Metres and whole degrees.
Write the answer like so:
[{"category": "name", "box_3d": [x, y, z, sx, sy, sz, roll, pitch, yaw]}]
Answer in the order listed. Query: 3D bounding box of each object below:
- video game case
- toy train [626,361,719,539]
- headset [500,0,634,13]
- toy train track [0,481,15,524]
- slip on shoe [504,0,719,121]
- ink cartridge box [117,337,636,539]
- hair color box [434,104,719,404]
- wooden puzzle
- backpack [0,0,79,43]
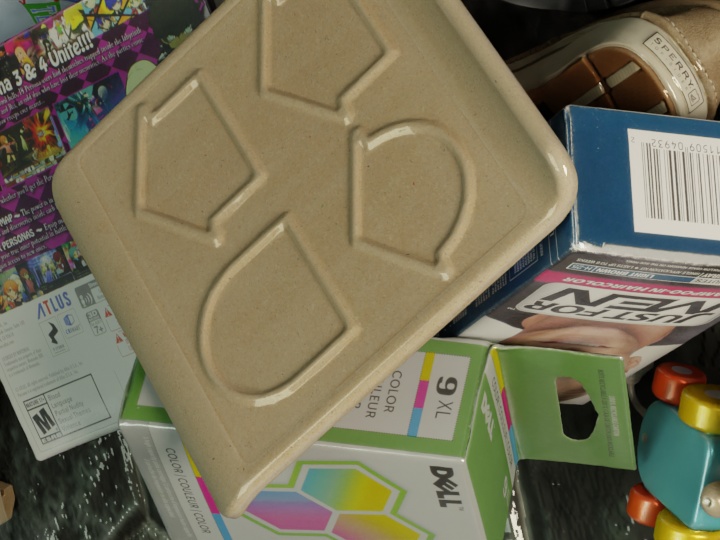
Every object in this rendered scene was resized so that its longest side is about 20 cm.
[{"category": "video game case", "box_3d": [-0.103, -0.027, 1.135, 0.199, 0.036, 0.182, -23, 91, 36]}, {"category": "toy train", "box_3d": [0.167, 0.037, 1.045, 0.200, 0.055, 0.151, 133, 137, -61]}, {"category": "headset", "box_3d": [0.053, -0.162, 1.049, 0.199, 0.094, 0.124, -3, 105, 40]}, {"category": "toy train track", "box_3d": [-0.241, 0.062, 1.580, 0.114, 0.032, 0.201, 13, 123, 40]}, {"category": "slip on shoe", "box_3d": [0.090, -0.068, 1.079, 0.076, 0.061, 0.200, 53, 150, -4]}, {"category": "ink cartridge box", "box_3d": [0.010, 0.074, 1.060, 0.199, 0.060, 0.104, 5, 149, 13]}, {"category": "hair color box", "box_3d": [0.088, -0.001, 1.040, 0.200, 0.099, 0.061, 139, 133, -63]}, {"category": "wooden puzzle", "box_3d": [-0.019, -0.030, 1.008, 0.200, 0.046, 0.186, -45, 54, 19]}, {"category": "backpack", "box_3d": [-0.155, -0.146, 1.248, 0.190, 0.200, 0.155, 29, 134, 32]}]
